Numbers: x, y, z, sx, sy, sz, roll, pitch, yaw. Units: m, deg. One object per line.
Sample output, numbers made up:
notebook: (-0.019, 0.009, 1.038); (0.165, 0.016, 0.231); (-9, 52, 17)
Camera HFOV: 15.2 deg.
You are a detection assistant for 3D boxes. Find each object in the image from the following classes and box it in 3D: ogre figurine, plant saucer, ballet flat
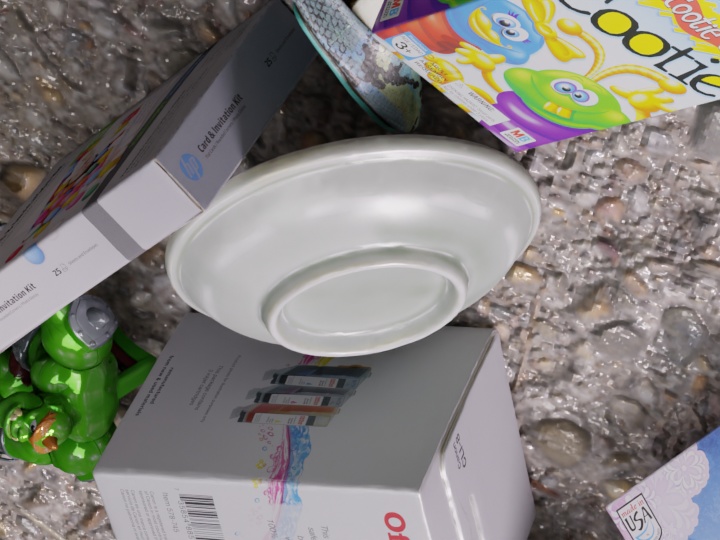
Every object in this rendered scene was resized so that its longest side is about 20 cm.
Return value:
ogre figurine: (-0.189, 0.049, 1.571); (0.119, 0.098, 0.201); (28, 121, 24)
plant saucer: (0.000, 0.000, 1.397); (0.198, 0.051, 0.200); (-9, 154, -4)
ballet flat: (-0.014, -0.155, 1.335); (0.074, 0.074, 0.200); (-22, 120, 36)

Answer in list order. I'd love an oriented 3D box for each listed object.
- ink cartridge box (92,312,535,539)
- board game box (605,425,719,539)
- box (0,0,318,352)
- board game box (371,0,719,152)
ink cartridge box: (-0.020, 0.125, 1.518); (0.198, 0.145, 0.146); (3, 128, 23)
board game box: (0.255, 0.158, 1.421); (0.200, 0.043, 0.200); (-41, 74, 37)
box: (-0.123, -0.045, 1.412); (0.041, 0.156, 0.200); (46, 132, -12)
board game box: (0.116, -0.137, 1.212); (0.105, 0.104, 0.199); (36, 153, -27)
